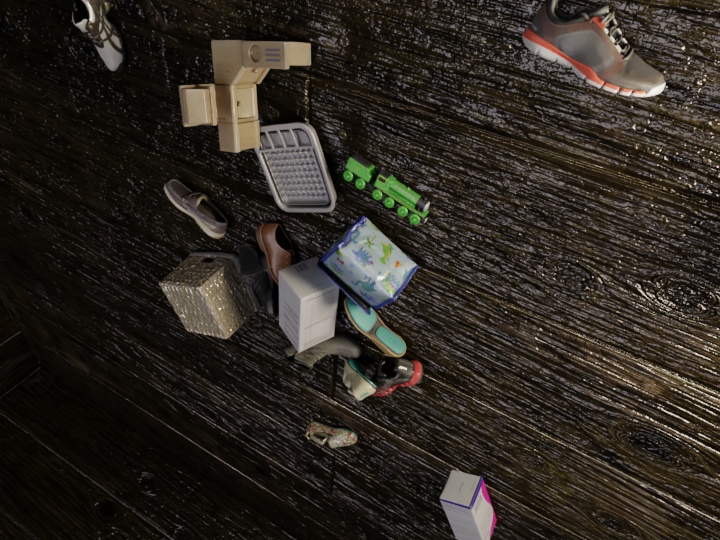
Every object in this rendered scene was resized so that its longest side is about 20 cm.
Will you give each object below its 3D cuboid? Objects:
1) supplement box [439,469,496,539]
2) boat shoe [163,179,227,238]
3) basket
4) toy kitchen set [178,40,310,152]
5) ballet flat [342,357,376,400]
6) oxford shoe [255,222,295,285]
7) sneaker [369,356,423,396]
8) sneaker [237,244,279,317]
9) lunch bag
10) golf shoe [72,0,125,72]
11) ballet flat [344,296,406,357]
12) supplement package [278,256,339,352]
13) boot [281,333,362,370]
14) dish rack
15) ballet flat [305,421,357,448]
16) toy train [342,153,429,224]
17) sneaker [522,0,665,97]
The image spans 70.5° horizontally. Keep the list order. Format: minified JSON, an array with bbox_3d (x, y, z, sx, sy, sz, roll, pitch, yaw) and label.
[{"bbox_3d":[0.315,0.692,1.477,0.103,0.101,0.201,-1,123,37],"label":"supplement box"},{"bbox_3d":[-0.423,-0.172,1.329,0.200,0.072,0.065,45,126,0],"label":"boat shoe"},{"bbox_3d":[-0.430,0.070,1.466,0.197,0.161,0.201,4,128,33],"label":"basket"},{"bbox_3d":[-0.209,-0.315,0.940,0.179,0.163,0.202,13,116,27],"label":"toy kitchen set"},{"bbox_3d":[-0.016,0.286,1.334,0.070,0.069,0.200,53,174,-13],"label":"ballet flat"},{"bbox_3d":[-0.191,-0.027,1.277,0.071,0.071,0.201,-5,120,33],"label":"oxford shoe"},{"bbox_3d":[0.067,0.270,1.313,0.097,0.071,0.200,25,143,-27],"label":"sneaker"},{"bbox_3d":[-0.268,0.027,1.334,0.103,0.060,0.202,-8,81,16],"label":"sneaker"},{"bbox_3d":[0.000,0.000,1.124,0.170,0.128,0.200,44,154,-7],"label":"lunch bag"},{"bbox_3d":[-0.591,-0.535,1.128,0.077,0.095,0.201,20,135,20],"label":"golf shoe"},{"bbox_3d":[0.026,0.145,1.263,0.200,0.069,0.063,46,152,-3],"label":"ballet flat"},{"bbox_3d":[-0.132,0.087,1.269,0.110,0.113,0.201,47,145,34],"label":"supplement package"},{"bbox_3d":[-0.106,0.226,1.375,0.199,0.131,0.068,15,133,26],"label":"boot"},{"bbox_3d":[-0.135,-0.221,1.090,0.170,0.044,0.201,4,126,33],"label":"dish rack"},{"bbox_3d":[-0.103,0.559,1.702,0.199,0.064,0.076,1,124,35],"label":"ballet flat"},{"bbox_3d":[0.052,-0.162,1.005,0.199,0.042,0.057,34,127,9],"label":"toy train"},{"bbox_3d":[0.316,-0.298,0.671,0.199,0.077,0.082,31,131,11],"label":"sneaker"}]
